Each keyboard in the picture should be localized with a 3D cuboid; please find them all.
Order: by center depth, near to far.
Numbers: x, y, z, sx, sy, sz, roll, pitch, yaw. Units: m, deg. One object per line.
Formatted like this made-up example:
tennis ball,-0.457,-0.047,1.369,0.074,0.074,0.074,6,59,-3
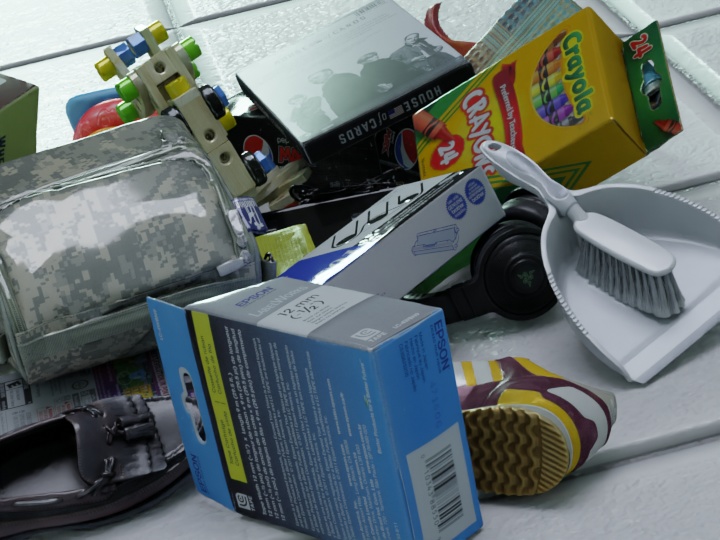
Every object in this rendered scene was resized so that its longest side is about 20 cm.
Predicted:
keyboard,0.013,-0.031,1.837,0.199,0.040,0.104,-10,45,3

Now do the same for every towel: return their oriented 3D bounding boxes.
towel,-0.129,0.011,1.779,0.199,0.018,0.086,-17,31,-3
towel,0.139,-0.133,1.827,0.147,0.022,0.200,-46,38,5

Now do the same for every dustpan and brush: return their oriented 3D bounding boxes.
dustpan and brush,0.154,-0.025,1.582,0.139,0.057,0.200,-37,50,-25

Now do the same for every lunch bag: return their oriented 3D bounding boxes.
lunch bag,-0.172,-0.005,1.668,0.199,0.140,0.168,-17,32,-12

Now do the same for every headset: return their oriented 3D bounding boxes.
headset,0.124,-0.002,1.669,0.199,0.094,0.124,-20,17,22

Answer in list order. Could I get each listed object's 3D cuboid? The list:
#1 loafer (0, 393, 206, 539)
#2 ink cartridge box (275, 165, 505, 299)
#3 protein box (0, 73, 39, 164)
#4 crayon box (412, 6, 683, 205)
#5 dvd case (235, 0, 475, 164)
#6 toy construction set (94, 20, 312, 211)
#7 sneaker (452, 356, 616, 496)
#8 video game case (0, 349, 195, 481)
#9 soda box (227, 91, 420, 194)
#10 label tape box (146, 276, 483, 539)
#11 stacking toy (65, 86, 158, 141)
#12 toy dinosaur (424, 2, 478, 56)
loafer,-0.185,0.122,1.480,0.199,0.063,0.072,-20,58,-9
ink cartridge box,0.000,0.000,1.614,0.200,0.044,0.094,-38,15,-36
protein box,-0.349,-0.033,1.751,0.134,0.199,0.200,19,33,19
crayon box,0.134,-0.108,1.753,0.200,0.051,0.127,-31,41,23
dvd case,-0.007,-0.157,1.927,0.150,0.025,0.200,-27,27,-7
toy construction set,-0.124,-0.106,1.880,0.092,0.200,0.131,-49,14,-9
sneaker,0.060,0.089,1.462,0.199,0.075,0.090,11,23,33
video game case,-0.162,0.097,1.612,0.181,0.023,0.200,-15,21,-6
soda box,-0.039,-0.105,1.974,0.199,0.071,0.063,7,28,40
label tape box,-0.029,0.082,1.412,0.066,0.144,0.200,-29,27,-36
stacking toy,-0.204,-0.055,1.924,0.109,0.116,0.200,-6,34,22
toy dinosaur,0.129,-0.145,1.894,0.105,0.200,0.181,-43,3,-28
